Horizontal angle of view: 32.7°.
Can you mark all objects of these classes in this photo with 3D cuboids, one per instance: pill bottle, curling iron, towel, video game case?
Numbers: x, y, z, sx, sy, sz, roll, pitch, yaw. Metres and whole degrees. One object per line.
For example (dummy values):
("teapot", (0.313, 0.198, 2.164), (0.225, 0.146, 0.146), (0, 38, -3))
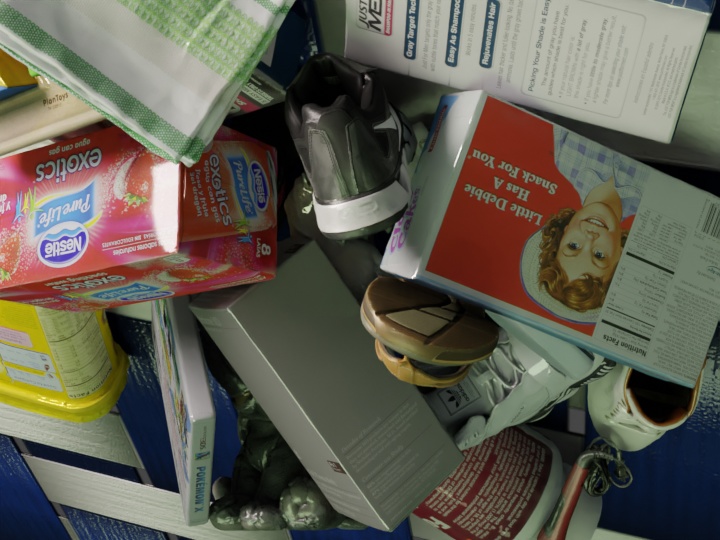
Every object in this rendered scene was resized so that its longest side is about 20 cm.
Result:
("pill bottle", (0.096, 0.169, 1.032), (0.199, 0.115, 0.114), (33, 142, -11))
("curling iron", (0.161, 0.222, 0.981), (0.049, 0.026, 0.201), (18, 110, -13))
("towel", (-0.101, -0.177, 0.668), (0.149, 0.201, 0.031), (34, 180, -16))
("video game case", (-0.148, 0.080, 1.007), (0.022, 0.201, 0.183), (-7, 145, -14))

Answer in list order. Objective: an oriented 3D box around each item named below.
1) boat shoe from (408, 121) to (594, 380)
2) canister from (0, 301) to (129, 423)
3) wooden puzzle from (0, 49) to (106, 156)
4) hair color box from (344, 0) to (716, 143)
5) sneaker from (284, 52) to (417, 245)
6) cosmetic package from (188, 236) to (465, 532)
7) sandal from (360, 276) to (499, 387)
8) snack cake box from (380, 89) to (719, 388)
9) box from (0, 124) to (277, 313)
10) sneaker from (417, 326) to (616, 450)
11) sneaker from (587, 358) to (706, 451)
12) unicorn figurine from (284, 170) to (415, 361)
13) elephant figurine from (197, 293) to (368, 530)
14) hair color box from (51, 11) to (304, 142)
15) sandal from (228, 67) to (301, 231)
("boat shoe", (0.097, -0.022, 0.819), (0.202, 0.086, 0.075), (45, 178, 6))
("canister", (-0.301, 0.038, 1.115), (0.147, 0.087, 0.201), (13, 141, 14))
("wooden puzzle", (-0.211, -0.178, 0.738), (0.184, 0.046, 0.202), (-11, 91, 38))
("hair color box", (0.093, -0.149, 0.690), (0.198, 0.061, 0.100), (16, 144, 10))
("sneaker", (-0.006, -0.092, 0.735), (0.066, 0.200, 0.091), (-16, 111, 7))
("cosmetic package", (-0.025, 0.079, 0.880), (0.200, 0.090, 0.107), (52, 161, -12))
("sandal", (0.039, 0.041, 0.743), (0.080, 0.054, 0.200), (23, -175, 4))
("snack cake box", (0.126, -0.017, 0.742), (0.199, 0.116, 0.067), (22, 178, -18))
("box", (-0.161, -0.033, 0.825), (0.199, 0.096, 0.099), (-10, 165, 33))
("sneaker", (0.110, 0.073, 0.896), (0.075, 0.114, 0.200), (61, 151, 19))
("sneaker", (0.206, 0.093, 0.905), (0.072, 0.085, 0.201), (16, 144, 8))
("unicorn figurine", (0.000, 0.000, 0.908), (0.137, 0.074, 0.200), (33, 150, 6))
("elephant figurine", (-0.066, 0.124, 1.074), (0.140, 0.202, 0.155), (-2, 168, 5))
("hair color box", (-0.144, -0.136, 0.803), (0.199, 0.061, 0.100), (-11, 150, 39))
("sandal", (-0.081, -0.072, 0.892), (0.075, 0.045, 0.200), (26, 143, -3))
